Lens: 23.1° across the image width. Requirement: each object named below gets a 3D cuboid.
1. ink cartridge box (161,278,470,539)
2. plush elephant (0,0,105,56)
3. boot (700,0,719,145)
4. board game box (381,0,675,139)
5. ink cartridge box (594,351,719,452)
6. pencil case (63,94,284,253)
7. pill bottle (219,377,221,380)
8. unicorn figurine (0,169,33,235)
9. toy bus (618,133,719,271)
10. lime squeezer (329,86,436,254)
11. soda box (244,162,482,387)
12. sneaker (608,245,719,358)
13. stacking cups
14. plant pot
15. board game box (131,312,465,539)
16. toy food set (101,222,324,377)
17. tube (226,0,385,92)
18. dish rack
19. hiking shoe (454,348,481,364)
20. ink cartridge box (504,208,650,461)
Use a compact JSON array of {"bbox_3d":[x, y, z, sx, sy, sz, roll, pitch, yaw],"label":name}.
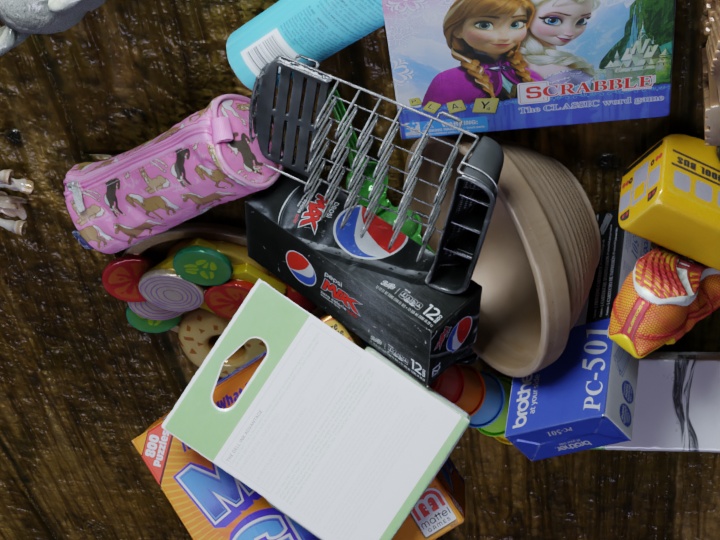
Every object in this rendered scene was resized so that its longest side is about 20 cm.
[{"bbox_3d":[-0.034,0.120,1.379,0.199,0.146,0.048,34,-177,3],"label":"ink cartridge box"},{"bbox_3d":[-0.220,-0.223,1.144,0.199,0.156,0.164,31,142,-28],"label":"plush elephant"},{"bbox_3d":[0.285,-0.156,1.194,0.106,0.076,0.200,-1,154,11],"label":"boot"},{"bbox_3d":[0.115,-0.174,1.207,0.198,0.041,0.200,-5,145,5],"label":"board game box"},{"bbox_3d":[0.277,0.113,1.538,0.199,0.085,0.146,1,179,16],"label":"ink cartridge box"},{"bbox_3d":[-0.153,-0.077,1.422,0.199,0.086,0.083,-19,104,37],"label":"pencil case"},{"bbox_3d":[-0.053,0.143,1.694,0.199,0.120,0.120,-15,140,34],"label":"pill bottle"},{"bbox_3d":[-0.351,-0.083,1.467,0.136,0.074,0.200,18,154,8],"label":"unicorn figurine"},{"bbox_3d":[0.300,-0.038,1.356,0.199,0.079,0.065,22,146,-17],"label":"toy bus"},{"bbox_3d":[0.027,-0.054,1.391,0.201,0.038,0.071,56,146,-2],"label":"lime squeezer"},{"bbox_3d":[0.000,0.000,1.383,0.200,0.063,0.071,35,146,25],"label":"soda box"},{"bbox_3d":[0.247,0.016,1.386,0.073,0.200,0.077,39,119,23],"label":"sneaker"},{"bbox_3d":[0.097,0.114,1.608,0.060,0.061,0.200,-11,160,30],"label":"stacking cups"},{"bbox_3d":[0.123,-0.027,1.370,0.092,0.201,0.201,-24,154,-20],"label":"plant pot"},{"bbox_3d":[-0.045,0.165,1.506,0.199,0.201,0.200,-32,180,5],"label":"board game box"},{"bbox_3d":[-0.132,0.024,1.598,0.197,0.049,0.200,29,143,-26],"label":"toy food set"},{"bbox_3d":[-0.010,-0.190,1.245,0.199,0.051,0.077,-26,141,35],"label":"tube"},{"bbox_3d":[0.005,-0.074,1.280,0.199,0.055,0.154,24,149,7],"label":"dish rack"},{"bbox_3d":[0.111,0.052,1.511,0.199,0.101,0.076,-1,113,17],"label":"hiking shoe"},{"bbox_3d":[0.176,0.049,1.410,0.094,0.201,0.044,-16,137,36],"label":"ink cartridge box"}]
